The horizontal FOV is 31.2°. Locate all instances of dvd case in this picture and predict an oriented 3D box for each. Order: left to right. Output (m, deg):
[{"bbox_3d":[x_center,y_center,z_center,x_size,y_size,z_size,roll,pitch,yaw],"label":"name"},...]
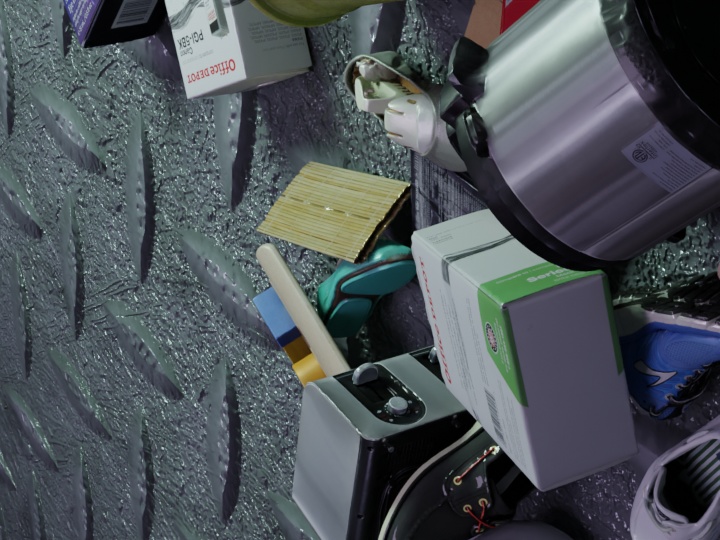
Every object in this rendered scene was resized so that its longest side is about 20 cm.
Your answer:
[{"bbox_3d":[0.106,-0.009,1.108,0.200,0.016,0.150,43,146,43],"label":"dvd case"}]

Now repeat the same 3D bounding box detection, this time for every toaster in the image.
[{"bbox_3d":[0.045,0.170,1.158,0.119,0.179,0.202,44,138,44],"label":"toaster"}]

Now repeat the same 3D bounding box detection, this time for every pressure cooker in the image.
[{"bbox_3d":[0.156,-0.098,0.822,0.200,0.178,0.177,-38,76,44],"label":"pressure cooker"}]

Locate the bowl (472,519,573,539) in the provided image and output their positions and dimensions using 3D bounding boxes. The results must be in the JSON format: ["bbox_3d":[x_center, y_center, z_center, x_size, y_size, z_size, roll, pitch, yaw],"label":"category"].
[{"bbox_3d":[0.086,0.296,1.119,0.075,0.199,0.201,52,145,17],"label":"bowl"}]

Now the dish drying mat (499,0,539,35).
[{"bbox_3d":[0.129,-0.151,0.978,0.077,0.018,0.202,35,132,45],"label":"dish drying mat"}]

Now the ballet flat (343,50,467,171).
[{"bbox_3d":[0.039,-0.133,1.094,0.200,0.063,0.068,-130,40,-55],"label":"ballet flat"}]

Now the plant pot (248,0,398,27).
[{"bbox_3d":[0.019,-0.286,0.996,0.183,0.199,0.203,14,117,42],"label":"plant pot"}]

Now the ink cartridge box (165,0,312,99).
[{"bbox_3d":[-0.137,-0.288,1.323,0.146,0.082,0.202,-5,100,58],"label":"ink cartridge box"}]

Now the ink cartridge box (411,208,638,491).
[{"bbox_3d":[0.117,0.049,0.965,0.200,0.083,0.148,-132,26,-67],"label":"ink cartridge box"}]

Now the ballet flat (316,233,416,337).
[{"bbox_3d":[0.000,0.000,1.247,0.200,0.067,0.071,130,136,-60],"label":"ballet flat"}]

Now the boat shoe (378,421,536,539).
[{"bbox_3d":[0.097,0.181,1.070,0.063,0.201,0.074,40,169,50],"label":"boat shoe"}]

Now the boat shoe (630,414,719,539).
[{"bbox_3d":[0.237,0.159,0.946,0.074,0.066,0.201,55,144,28],"label":"boat shoe"}]

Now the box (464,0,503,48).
[{"bbox_3d":[0.141,-0.122,1.010,0.200,0.021,0.164,52,143,32],"label":"box"}]

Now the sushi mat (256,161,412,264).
[{"bbox_3d":[-0.028,-0.059,1.249,0.012,0.096,0.199,43,167,-30],"label":"sushi mat"}]

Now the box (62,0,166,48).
[{"bbox_3d":[-0.301,-0.392,1.519,0.202,0.104,0.148,65,149,12],"label":"box"}]

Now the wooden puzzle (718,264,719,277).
[{"bbox_3d":[0.326,0.013,0.731,0.201,0.046,0.186,52,136,23],"label":"wooden puzzle"}]

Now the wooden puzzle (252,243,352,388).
[{"bbox_3d":[-0.054,0.090,1.339,0.186,0.046,0.200,58,171,26],"label":"wooden puzzle"}]

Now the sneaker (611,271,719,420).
[{"bbox_3d":[0.232,0.056,0.912,0.090,0.078,0.200,67,158,-4],"label":"sneaker"}]
